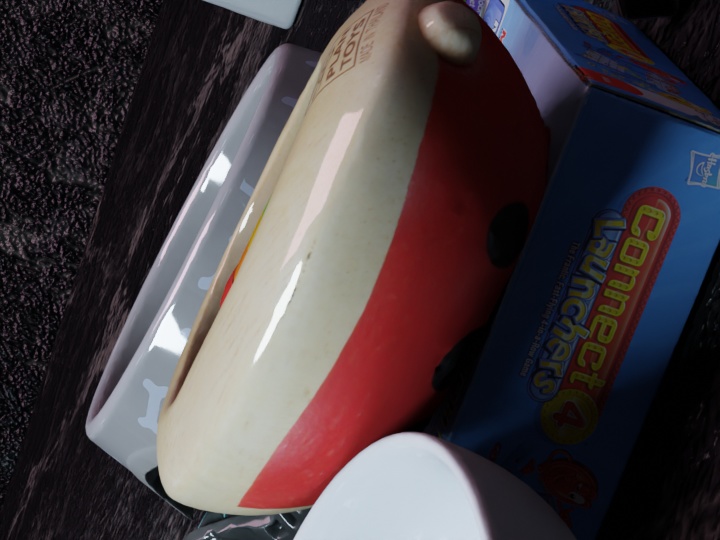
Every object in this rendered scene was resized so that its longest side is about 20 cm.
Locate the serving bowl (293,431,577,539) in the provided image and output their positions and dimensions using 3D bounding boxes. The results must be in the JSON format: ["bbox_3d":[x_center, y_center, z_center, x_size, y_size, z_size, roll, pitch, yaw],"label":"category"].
[{"bbox_3d":[0.021,0.148,0.735,0.200,0.065,0.201,-165,90,-70],"label":"serving bowl"}]

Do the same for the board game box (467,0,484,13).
[{"bbox_3d":[0.029,-0.058,1.160,0.134,0.045,0.201,131,155,-65],"label":"board game box"}]

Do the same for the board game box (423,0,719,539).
[{"bbox_3d":[0.047,0.019,0.898,0.196,0.056,0.201,-108,38,-73],"label":"board game box"}]

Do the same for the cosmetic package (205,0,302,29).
[{"bbox_3d":[-0.091,-0.307,1.917,0.168,0.166,0.201,-93,24,-64],"label":"cosmetic package"}]

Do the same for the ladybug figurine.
[{"bbox_3d":[0.000,0.000,0.799,0.200,0.072,0.136,119,172,-47],"label":"ladybug figurine"}]

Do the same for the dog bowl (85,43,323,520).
[{"bbox_3d":[-0.046,-0.001,1.096,0.201,0.058,0.200,-62,8,15],"label":"dog bowl"}]

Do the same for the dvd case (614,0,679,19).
[{"bbox_3d":[0.092,-0.209,0.929,0.151,0.025,0.201,69,-156,-50],"label":"dvd case"}]

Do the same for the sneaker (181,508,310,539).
[{"bbox_3d":[-0.013,0.088,1.101,0.200,0.075,0.079,-51,8,47],"label":"sneaker"}]
